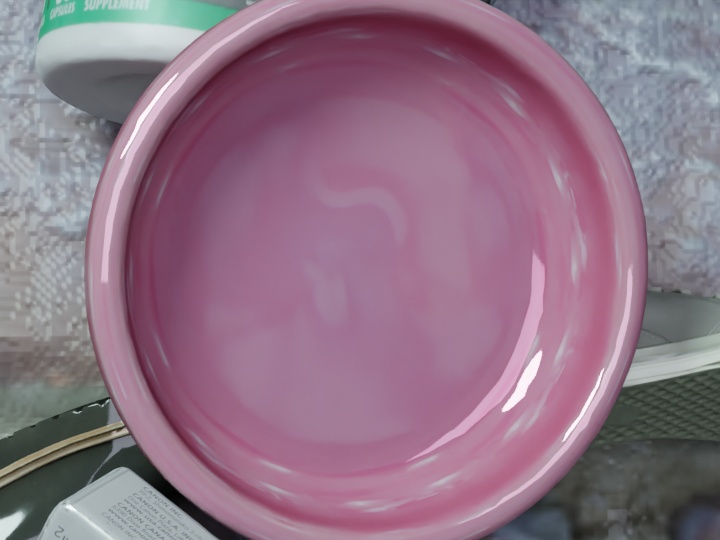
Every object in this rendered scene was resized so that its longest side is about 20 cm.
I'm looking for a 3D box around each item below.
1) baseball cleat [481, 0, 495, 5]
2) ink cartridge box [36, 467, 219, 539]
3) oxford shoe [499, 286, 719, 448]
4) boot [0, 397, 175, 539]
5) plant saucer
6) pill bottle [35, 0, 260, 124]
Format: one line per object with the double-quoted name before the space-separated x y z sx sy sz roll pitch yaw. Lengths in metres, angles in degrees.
"baseball cleat" 0.050 -0.126 0.971 0.106 0.070 0.200 12 93 -31
"ink cartridge box" -0.051 0.194 0.830 0.200 0.045 0.176 37 116 13
"oxford shoe" 0.120 0.031 0.954 0.200 0.075 0.058 -4 56 -10
"boot" -0.101 0.122 0.906 0.200 0.077 0.138 -20 88 0
"plant saucer" 0.000 0.000 0.865 0.200 0.051 0.201 -1 93 -17
"pill bottle" -0.053 -0.158 0.939 0.113 0.113 0.200 9 77 -6
